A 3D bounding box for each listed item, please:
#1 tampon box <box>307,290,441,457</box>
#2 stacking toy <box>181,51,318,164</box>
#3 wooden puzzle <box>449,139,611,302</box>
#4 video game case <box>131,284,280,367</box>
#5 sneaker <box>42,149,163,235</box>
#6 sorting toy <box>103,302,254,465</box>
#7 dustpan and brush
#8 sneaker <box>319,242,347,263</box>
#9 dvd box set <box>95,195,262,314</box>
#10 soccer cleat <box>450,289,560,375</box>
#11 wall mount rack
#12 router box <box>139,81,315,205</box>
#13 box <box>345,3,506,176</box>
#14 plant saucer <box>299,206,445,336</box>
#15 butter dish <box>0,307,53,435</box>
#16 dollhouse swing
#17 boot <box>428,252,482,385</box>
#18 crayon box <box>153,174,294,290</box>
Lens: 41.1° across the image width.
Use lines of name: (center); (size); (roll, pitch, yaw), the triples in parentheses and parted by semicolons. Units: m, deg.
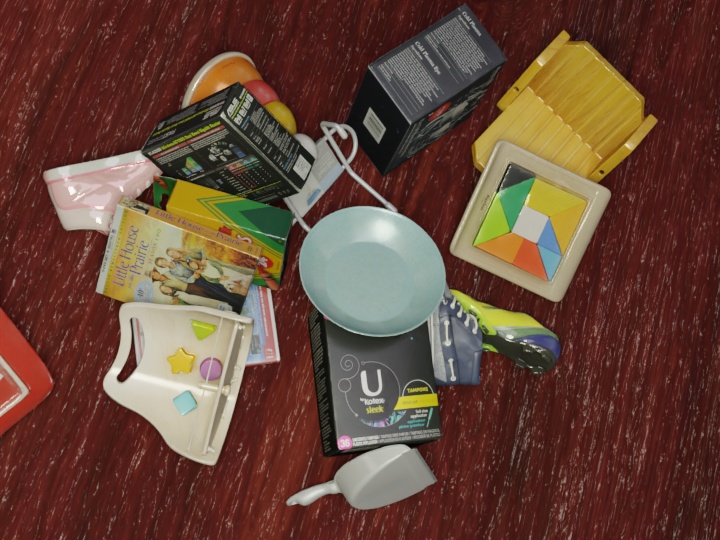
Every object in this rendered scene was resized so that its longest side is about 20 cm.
tampon box: (0.016, 0.143, 1.321); (0.147, 0.126, 0.204); (-4, 77, -14)
stacking toy: (-0.140, -0.197, 1.334); (0.199, 0.147, 0.146); (36, 70, 23)
wooden puzzle: (0.254, -0.071, 1.434); (0.197, 0.037, 0.188); (23, 99, -7)
video game case: (-0.219, 0.070, 1.346); (0.196, 0.017, 0.146); (-7, 78, -13)
sneaker: (-0.333, -0.108, 1.342); (0.197, 0.075, 0.107); (-16, 95, -23)
sorting toy: (-0.245, 0.124, 1.269); (0.177, 0.107, 0.204); (16, 100, -2)
dustpan and brush: (-0.006, 0.288, 1.298); (0.197, 0.140, 0.058); (-29, 54, 1)
sneaker: (0.000, 0.000, 1.386); (0.198, 0.088, 0.078); (25, 49, -25)
dvd box set: (-0.243, -0.001, 1.284); (0.197, 0.148, 0.030); (21, 31, -7)
soccer cleat: (0.204, 0.082, 1.421); (0.198, 0.065, 0.084); (28, 39, 3)
wall mount rack: (-0.041, -0.111, 1.405); (0.201, 0.074, 0.175); (-48, 127, -18)
router box: (-0.178, -0.153, 1.279); (0.150, 0.198, 0.063); (43, 55, -30)
box: (0.090, -0.257, 1.398); (0.181, 0.200, 0.105); (-36, 84, -17)
plant saucer: (0.014, 0.007, 1.279); (0.197, 0.039, 0.204); (5, 58, -8)
butter dish: (-0.525, 0.122, 1.210); (0.199, 0.147, 0.202); (-40, 128, -18)
dollhouse swing: (0.299, -0.209, 1.456); (0.200, 0.182, 0.176); (44, 52, 1)
boot: (0.129, 0.065, 1.365); (0.088, 0.073, 0.204); (0, 103, 5)
crayon box: (-0.195, -0.050, 1.313); (0.196, 0.128, 0.052); (15, 55, 0)
